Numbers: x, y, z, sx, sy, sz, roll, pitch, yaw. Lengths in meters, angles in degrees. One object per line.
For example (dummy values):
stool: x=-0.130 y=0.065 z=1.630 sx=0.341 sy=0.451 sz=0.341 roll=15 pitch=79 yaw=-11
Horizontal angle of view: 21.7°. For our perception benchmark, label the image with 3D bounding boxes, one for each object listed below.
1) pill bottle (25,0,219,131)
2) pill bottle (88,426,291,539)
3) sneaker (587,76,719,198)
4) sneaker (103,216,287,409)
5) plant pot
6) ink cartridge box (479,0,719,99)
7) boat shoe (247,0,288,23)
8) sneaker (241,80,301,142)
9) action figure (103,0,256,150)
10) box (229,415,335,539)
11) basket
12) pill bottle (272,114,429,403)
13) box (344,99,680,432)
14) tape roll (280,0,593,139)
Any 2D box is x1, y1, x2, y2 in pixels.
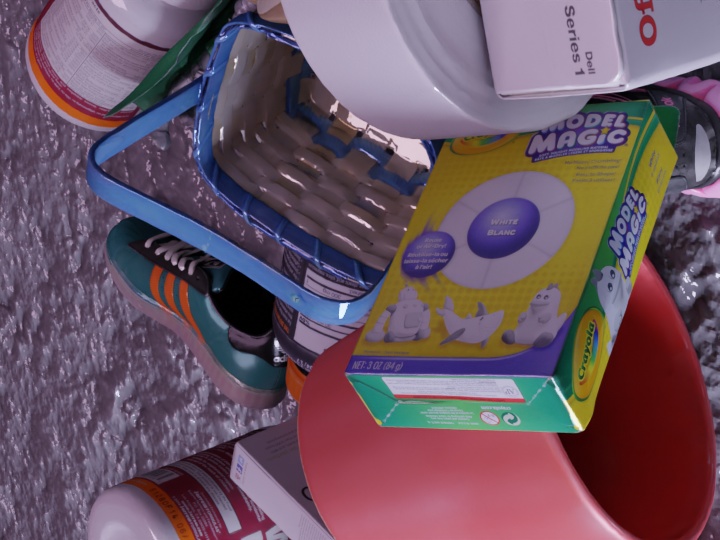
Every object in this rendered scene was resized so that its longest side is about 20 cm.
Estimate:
pill bottle: x=-0.156 y=-0.190 z=1.333 sx=0.200 sy=0.109 sz=0.110 roll=-40 pitch=73 yaw=51
pill bottle: x=-0.080 y=0.173 z=1.302 sx=0.109 sy=0.199 sz=0.110 roll=24 pitch=122 yaw=44
sneaker: x=0.120 y=-0.077 z=1.049 sx=0.199 sy=0.095 sz=0.080 roll=13 pitch=116 yaw=50
sneaker: x=-0.115 y=0.011 z=1.405 sx=0.200 sy=0.071 sz=0.080 roll=42 pitch=130 yaw=26
plant pot: x=0.074 y=0.083 z=1.046 sx=0.176 sy=0.200 sz=0.202 roll=-21 pitch=88 yaw=32
ink cartridge box: x=0.143 y=-0.172 z=0.889 sx=0.084 sy=0.199 sz=0.146 roll=0 pitch=105 yaw=47
boat shoe: x=-0.033 y=-0.170 z=0.986 sx=0.200 sy=0.071 sz=0.065 roll=-119 pitch=32 yaw=-73
sneaker: x=-0.056 y=-0.111 z=1.225 sx=0.071 sy=0.200 sz=0.073 roll=26 pitch=89 yaw=5
action figure: x=-0.077 y=-0.159 z=1.263 sx=0.200 sy=0.118 sz=0.055 roll=-47 pitch=69 yaw=38
box: x=0.031 y=0.157 z=1.217 sx=0.200 sy=0.144 sz=0.037 roll=41 pitch=135 yaw=33
basket: x=-0.031 y=-0.064 z=1.041 sx=0.176 sy=0.200 sz=0.140 roll=29 pitch=138 yaw=15
pill bottle: x=0.000 y=0.000 z=1.221 sx=0.106 sy=0.106 sz=0.201 roll=40 pitch=133 yaw=34
box: x=0.081 y=-0.014 z=0.926 sx=0.117 sy=0.201 sz=0.049 roll=-2 pitch=137 yaw=33
tape roll: x=0.049 y=-0.166 z=0.906 sx=0.070 sy=0.202 sz=0.204 roll=1 pitch=105 yaw=46
